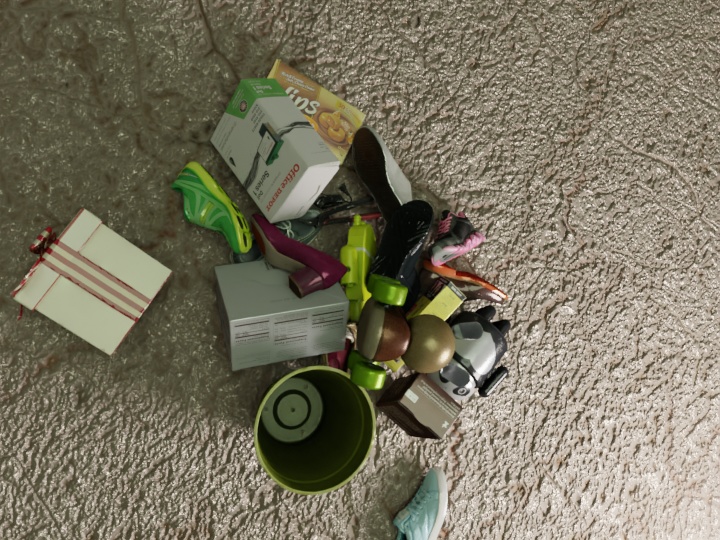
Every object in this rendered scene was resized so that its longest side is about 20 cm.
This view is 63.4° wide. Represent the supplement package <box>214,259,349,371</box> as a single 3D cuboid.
[{"bbox_3d":[-0.140,0.066,1.015,0.199,0.156,0.112,-8,127,-20],"label":"supplement package"}]

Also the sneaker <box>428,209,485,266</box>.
[{"bbox_3d":[0.177,-0.072,1.160,0.200,0.079,0.096,-23,86,-59],"label":"sneaker"}]

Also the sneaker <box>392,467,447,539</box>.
[{"bbox_3d":[0.110,0.481,1.137,0.081,0.074,0.201,19,80,-20],"label":"sneaker"}]

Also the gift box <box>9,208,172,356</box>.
[{"bbox_3d":[-0.431,0.026,0.918,0.186,0.184,0.201,38,70,-15],"label":"gift box"}]

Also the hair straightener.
[{"bbox_3d":[-0.042,-0.126,1.115,0.199,0.041,0.078,-14,90,-32],"label":"hair straightener"}]

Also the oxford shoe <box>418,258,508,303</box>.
[{"bbox_3d":[0.209,0.039,1.207,0.199,0.071,0.073,20,98,-10],"label":"oxford shoe"}]

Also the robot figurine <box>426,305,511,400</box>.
[{"bbox_3d":[0.212,0.162,1.161,0.200,0.150,0.125,-47,141,-16],"label":"robot figurine"}]

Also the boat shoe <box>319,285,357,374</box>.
[{"bbox_3d":[-0.035,0.125,1.108,0.073,0.069,0.202,7,85,-18],"label":"boat shoe"}]

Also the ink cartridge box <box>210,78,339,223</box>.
[{"bbox_3d":[-0.149,-0.204,1.001,0.084,0.146,0.200,-21,69,-49],"label":"ink cartridge box"}]

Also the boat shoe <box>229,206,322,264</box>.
[{"bbox_3d":[-0.147,-0.060,1.084,0.199,0.062,0.073,-29,96,-18],"label":"boat shoe"}]

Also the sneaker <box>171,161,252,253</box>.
[{"bbox_3d":[-0.262,-0.100,1.032,0.083,0.074,0.200,-39,73,1],"label":"sneaker"}]

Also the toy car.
[{"bbox_3d":[0.095,0.113,0.950,0.199,0.158,0.165,14,94,-5],"label":"toy car"}]

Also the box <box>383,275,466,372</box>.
[{"bbox_3d":[0.113,0.102,1.133,0.050,0.075,0.200,43,92,-11],"label":"box"}]

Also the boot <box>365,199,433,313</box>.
[{"bbox_3d":[0.084,-0.016,1.110,0.076,0.168,0.201,23,78,20],"label":"boot"}]

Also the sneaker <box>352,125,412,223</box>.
[{"bbox_3d":[0.047,-0.184,1.135,0.085,0.072,0.201,-31,100,-58],"label":"sneaker"}]

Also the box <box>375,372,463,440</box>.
[{"bbox_3d":[0.102,0.249,1.071,0.100,0.200,0.075,41,74,1],"label":"box"}]

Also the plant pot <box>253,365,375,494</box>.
[{"bbox_3d":[-0.100,0.256,1.013,0.199,0.193,0.202,1,87,-19],"label":"plant pot"}]

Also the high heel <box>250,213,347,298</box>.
[{"bbox_3d":[-0.112,-0.038,1.006,0.096,0.068,0.200,-26,63,-25],"label":"high heel"}]

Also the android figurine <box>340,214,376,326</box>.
[{"bbox_3d":[0.000,0.000,1.076,0.041,0.182,0.202,-2,81,12],"label":"android figurine"}]

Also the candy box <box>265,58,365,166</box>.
[{"bbox_3d":[-0.103,-0.295,1.116,0.199,0.055,0.116,28,79,-15],"label":"candy box"}]
